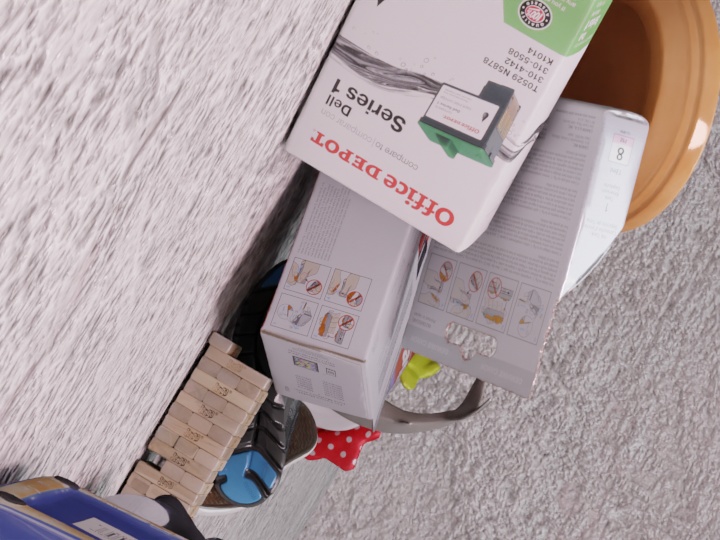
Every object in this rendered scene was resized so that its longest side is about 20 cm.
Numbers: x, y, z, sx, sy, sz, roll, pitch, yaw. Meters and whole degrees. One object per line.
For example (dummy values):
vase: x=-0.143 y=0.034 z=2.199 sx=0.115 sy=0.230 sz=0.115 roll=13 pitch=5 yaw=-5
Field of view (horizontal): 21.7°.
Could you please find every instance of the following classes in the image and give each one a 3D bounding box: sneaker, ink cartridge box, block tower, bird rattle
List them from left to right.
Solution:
block tower: x=-0.135 y=0.147 z=1.417 sx=0.201 sy=0.058 sz=0.054 roll=-61 pitch=175 yaw=-5
sneaker: x=-0.118 y=0.165 z=1.580 sx=0.084 sy=0.073 sz=0.200 roll=-19 pitch=179 yaw=32
sneaker: x=-0.076 y=0.087 z=1.493 sx=0.082 sy=0.073 sz=0.201 roll=139 pitch=-30 yaw=-82
bird rattle: x=-0.013 y=0.129 z=1.992 sx=0.162 sy=0.113 sz=0.201 roll=-9 pitch=-140 yaw=51
ink cartridge box: x=0.000 y=0.000 z=1.425 sx=0.176 sy=0.083 sz=0.201 roll=84 pitch=24 yaw=-67
ink cartridge box: x=0.059 y=-0.135 z=1.256 sx=0.201 sy=0.145 sz=0.084 roll=-63 pitch=172 yaw=20
ink cartridge box: x=0.114 y=-0.024 z=1.331 sx=0.162 sy=0.057 sz=0.202 roll=20 pitch=-80 yaw=56

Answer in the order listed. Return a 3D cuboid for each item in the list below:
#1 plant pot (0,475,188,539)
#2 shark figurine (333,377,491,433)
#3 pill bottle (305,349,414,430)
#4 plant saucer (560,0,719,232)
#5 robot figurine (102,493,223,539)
plant pot: x=-0.153 y=0.219 z=0.980 sx=0.200 sy=0.199 sz=0.181 roll=31 pitch=83 yaw=-83
shark figurine: x=-0.003 y=0.093 z=1.539 sx=0.129 sy=0.214 sz=0.089 roll=-59 pitch=164 yaw=4
pill bottle: x=0.001 y=0.061 z=1.855 sx=0.200 sy=0.112 sz=0.113 roll=-52 pitch=170 yaw=-54
plant saucer: x=0.182 y=-0.129 z=1.356 sx=0.200 sy=0.037 sz=0.202 roll=-24 pitch=-118 yaw=58
robot figurine: x=-0.163 y=0.226 z=1.225 sx=0.200 sy=0.124 sz=0.151 roll=-49 pitch=160 yaw=-63
